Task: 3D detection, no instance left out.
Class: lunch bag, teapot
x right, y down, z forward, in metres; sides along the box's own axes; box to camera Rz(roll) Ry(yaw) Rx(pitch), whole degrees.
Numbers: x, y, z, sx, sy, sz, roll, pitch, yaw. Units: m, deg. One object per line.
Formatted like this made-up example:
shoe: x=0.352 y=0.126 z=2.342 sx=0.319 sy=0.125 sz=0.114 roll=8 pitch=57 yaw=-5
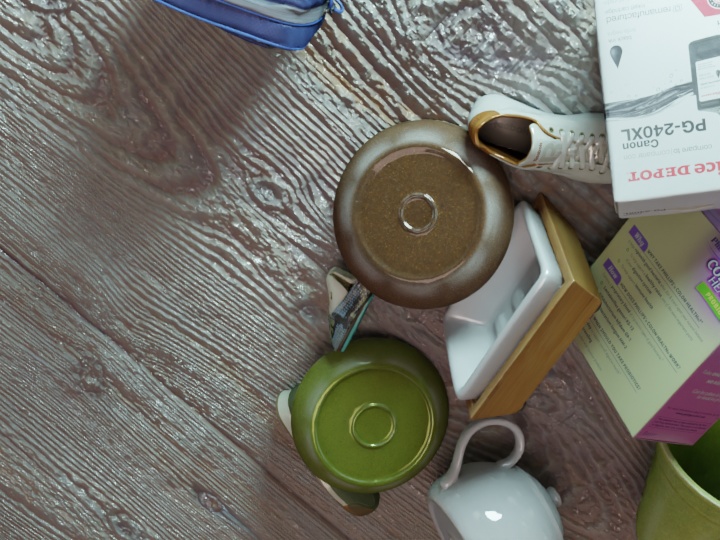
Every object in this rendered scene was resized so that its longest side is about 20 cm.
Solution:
lunch bag: x=-0.106 y=-0.294 z=0.938 sx=0.197 sy=0.136 sz=0.134 roll=21 pitch=121 yaw=0
teapot: x=0.179 y=0.306 z=1.183 sx=0.145 sy=0.198 sz=0.201 roll=-29 pitch=150 yaw=-11

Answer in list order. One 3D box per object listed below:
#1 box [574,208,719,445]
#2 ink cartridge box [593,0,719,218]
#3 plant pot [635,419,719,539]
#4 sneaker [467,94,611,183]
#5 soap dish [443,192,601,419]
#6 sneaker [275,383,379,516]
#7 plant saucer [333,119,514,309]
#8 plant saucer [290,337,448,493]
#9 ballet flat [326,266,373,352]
box: x=0.321 y=0.039 z=0.975 sx=0.095 sy=0.177 sz=0.201 roll=11 pitch=127 yaw=-31
ink cartridge box: x=0.295 y=-0.160 z=0.889 sx=0.143 sy=0.083 sz=0.204 roll=-6 pitch=84 yaw=16
plant pot: x=0.397 y=0.250 z=1.087 sx=0.197 sy=0.202 sz=0.186 roll=15 pitch=131 yaw=6
sneaker: x=0.203 y=-0.120 z=0.985 sx=0.196 sy=0.085 sz=0.074 roll=12 pitch=118 yaw=6
soap dish: x=0.170 y=0.042 z=1.045 sx=0.080 sy=0.158 sz=0.201 roll=21 pitch=122 yaw=-18
sneaker: x=-0.019 y=0.221 z=1.228 sx=0.089 sy=0.067 sz=0.201 roll=-27 pitch=105 yaw=31
plant saucer: x=0.063 y=-0.060 z=1.028 sx=0.196 sy=0.037 sz=0.205 roll=0 pitch=91 yaw=12
plant saucer: x=0.015 y=0.183 z=1.176 sx=0.196 sy=0.031 sz=0.204 roll=-2 pitch=105 yaw=-9
ballet flat: x=0.000 y=0.000 z=1.110 sx=0.073 sy=0.074 sz=0.202 roll=30 pitch=111 yaw=-4
